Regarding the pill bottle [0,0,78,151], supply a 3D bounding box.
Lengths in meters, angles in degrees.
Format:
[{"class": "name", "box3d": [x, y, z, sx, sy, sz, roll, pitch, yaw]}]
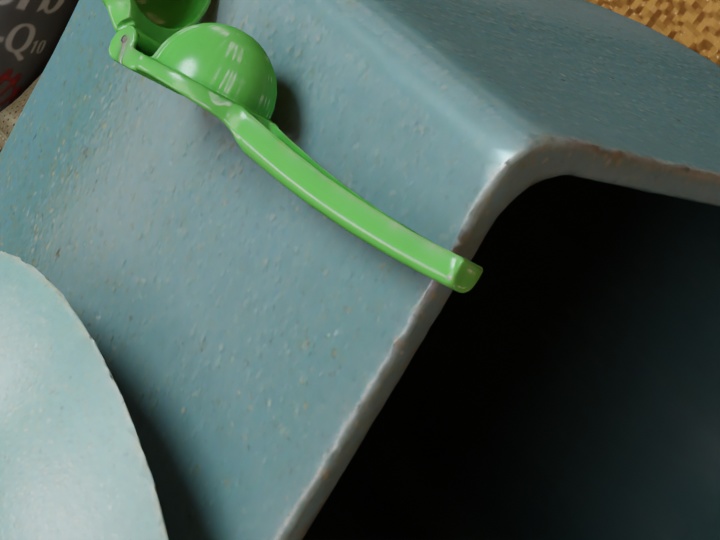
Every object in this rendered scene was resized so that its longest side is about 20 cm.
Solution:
[{"class": "pill bottle", "box3d": [-0.137, -0.131, 0.802, 0.116, 0.116, 0.200, 38, 112, 28]}]

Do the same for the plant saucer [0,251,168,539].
[{"class": "plant saucer", "box3d": [-0.102, 0.096, 0.613, 0.201, 0.039, 0.201, 18, 111, 58]}]

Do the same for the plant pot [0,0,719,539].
[{"class": "plant pot", "box3d": [0.000, 0.000, 0.672, 0.200, 0.196, 0.196, 46, 116, 36]}]

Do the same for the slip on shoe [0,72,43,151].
[{"class": "slip on shoe", "box3d": [-0.092, -0.040, 0.791, 0.200, 0.061, 0.076, -62, 38, 15]}]

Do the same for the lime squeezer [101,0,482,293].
[{"class": "lime squeezer", "box3d": [-0.026, -0.063, 0.566, 0.071, 0.038, 0.200, -22, 59, 9]}]
